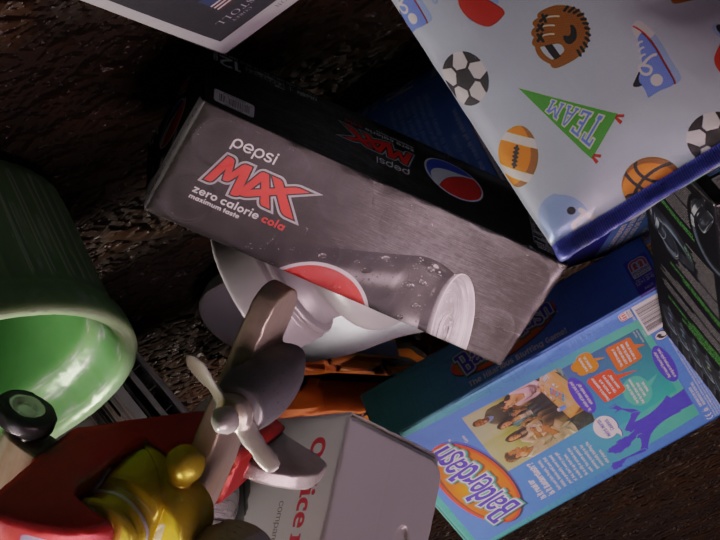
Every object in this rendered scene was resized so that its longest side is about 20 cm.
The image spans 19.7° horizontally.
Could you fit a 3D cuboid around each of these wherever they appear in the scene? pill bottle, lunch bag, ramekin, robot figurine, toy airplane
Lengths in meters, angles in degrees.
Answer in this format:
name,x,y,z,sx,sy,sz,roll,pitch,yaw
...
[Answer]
name,x,y,z,sx,sy,sz,roll,pitch,yaw
pill bottle,0.024,-0.037,1.110,0.200,0.112,0.112,-29,158,12
lunch bag,0.136,-0.130,0.905,0.200,0.170,0.124,-34,180,26
ramekin,-0.220,0.029,1.031,0.200,0.098,0.200,-21,158,-9
robot figurine,0.011,0.074,1.338,0.200,0.058,0.145,4,134,-13
toy airplane,-0.085,0.118,1.047,0.199,0.141,0.200,-41,147,-13

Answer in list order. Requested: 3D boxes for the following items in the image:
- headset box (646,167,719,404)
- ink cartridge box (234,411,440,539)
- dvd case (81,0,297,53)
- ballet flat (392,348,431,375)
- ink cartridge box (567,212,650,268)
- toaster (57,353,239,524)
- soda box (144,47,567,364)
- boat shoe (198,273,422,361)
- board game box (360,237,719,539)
name,x,y,z,sx,sy,sz,roll,pitch,yaw
headset box,0.257,-0.030,1.167,0.174,0.093,0.200,-25,137,-9
ink cartridge box,-0.062,0.171,1.250,0.200,0.145,0.084,-9,150,44
dvd case,-0.062,-0.158,0.856,0.150,0.025,0.200,-33,156,24
ballet flat,0.030,0.051,1.414,0.200,0.071,0.065,-28,-174,17
ink cartridge box,0.175,-0.075,1.231,0.200,0.076,0.137,-15,157,-16
toaster,-0.165,0.118,1.210,0.129,0.200,0.114,-46,154,8
soda box,-0.002,-0.031,1.010,0.200,0.063,0.071,24,117,-17
boat shoe,0.000,0.000,1.224,0.200,0.070,0.071,-13,124,27
board game box,0.121,0.082,1.303,0.200,0.045,0.152,-30,137,7
